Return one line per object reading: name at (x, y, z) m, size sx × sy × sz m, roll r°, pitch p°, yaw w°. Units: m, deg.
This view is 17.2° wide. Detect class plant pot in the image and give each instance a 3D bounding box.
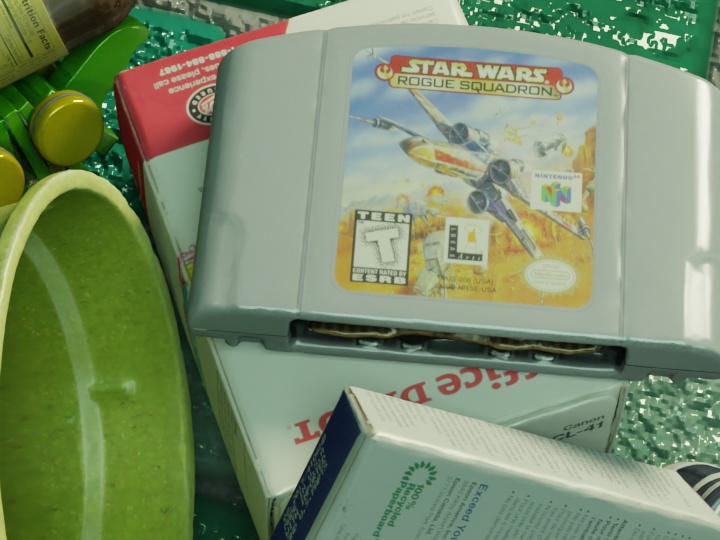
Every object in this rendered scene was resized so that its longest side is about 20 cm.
plant pot at (-0.179, 0.071, 0.884) m, size 0.182 × 0.200 × 0.202 m, roll -4°, pitch 84°, yaw 15°

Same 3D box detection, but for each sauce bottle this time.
sauce bottle at (-0.138, -0.111, 0.952) m, size 0.199 × 0.065 × 0.065 m, roll -28°, pitch 90°, yaw -5°

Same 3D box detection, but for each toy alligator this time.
toy alligator at (-0.164, -0.033, 0.973) m, size 0.199 × 0.059 × 0.054 m, roll -36°, pitch 132°, yaw -12°

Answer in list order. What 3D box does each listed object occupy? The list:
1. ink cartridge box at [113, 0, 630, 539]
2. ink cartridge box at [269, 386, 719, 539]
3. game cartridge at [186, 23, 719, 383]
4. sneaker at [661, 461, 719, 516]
ink cartridge box at (0.000, 0.000, 0.944) m, size 0.146 × 0.086 × 0.201 m, roll -16°, pitch 64°, yaw -9°
ink cartridge box at (0.044, 0.153, 0.893) m, size 0.199 × 0.043 × 0.197 m, roll 16°, pitch 113°, yaw -25°
game cartridge at (0.040, -0.029, 0.893) m, size 0.198 × 0.042 × 0.134 m, roll 4°, pitch 66°, yaw 0°
sneaker at (0.164, 0.178, 0.983) m, size 0.069 × 0.108 × 0.202 m, roll -13°, pitch 86°, yaw -11°
